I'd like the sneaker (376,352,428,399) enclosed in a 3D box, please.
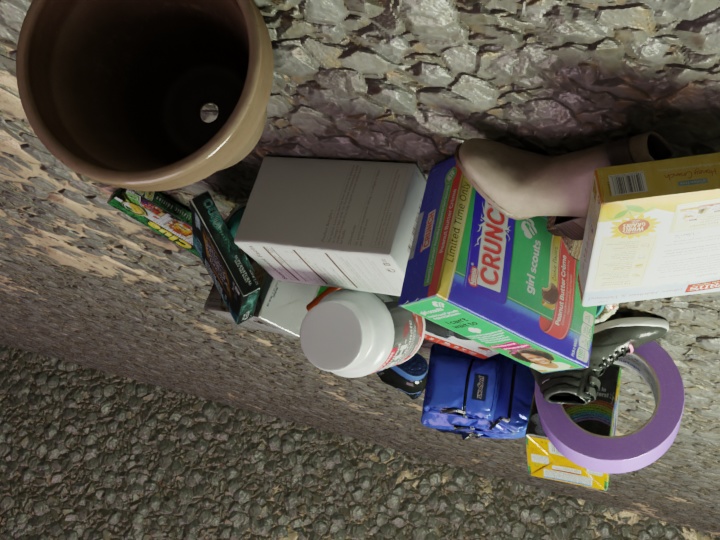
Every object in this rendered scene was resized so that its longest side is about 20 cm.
[{"bbox_3d":[0.035,0.146,1.375,0.200,0.070,0.078,39,143,31],"label":"sneaker"}]

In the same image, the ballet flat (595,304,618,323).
[{"bbox_3d":[0.292,0.037,1.014,0.064,0.076,0.200,-12,169,-11],"label":"ballet flat"}]

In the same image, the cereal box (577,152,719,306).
[{"bbox_3d":[0.274,-0.031,0.704,0.144,0.040,0.200,-7,153,6],"label":"cereal box"}]

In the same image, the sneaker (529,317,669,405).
[{"bbox_3d":[0.331,0.129,1.087,0.200,0.099,0.071,-16,151,14],"label":"sneaker"}]

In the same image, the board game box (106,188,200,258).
[{"bbox_3d":[-0.277,-0.068,1.200,0.200,0.023,0.105,33,157,-25],"label":"board game box"}]

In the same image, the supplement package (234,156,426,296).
[{"bbox_3d":[-0.023,-0.052,0.923,0.200,0.117,0.117,7,159,26],"label":"supplement package"}]

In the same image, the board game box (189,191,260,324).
[{"bbox_3d":[-0.176,-0.010,1.021,0.135,0.028,0.200,61,164,6],"label":"board game box"}]

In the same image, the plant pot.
[{"bbox_3d":[-0.160,-0.157,0.681,0.200,0.200,0.175,13,178,8],"label":"plant pot"}]

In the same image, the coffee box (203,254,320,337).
[{"bbox_3d":[-0.150,0.028,1.212,0.080,0.114,0.200,29,166,-30],"label":"coffee box"}]

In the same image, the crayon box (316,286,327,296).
[{"bbox_3d":[-0.024,0.071,1.258,0.058,0.119,0.200,8,159,22],"label":"crayon box"}]

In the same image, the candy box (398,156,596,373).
[{"bbox_3d":[0.153,-0.006,0.826,0.200,0.169,0.077,24,156,-22],"label":"candy box"}]

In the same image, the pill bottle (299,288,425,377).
[{"bbox_3d":[0.002,0.075,0.997,0.111,0.111,0.200,8,-177,22],"label":"pill bottle"}]

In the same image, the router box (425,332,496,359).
[{"bbox_3d":[0.142,0.070,1.227,0.200,0.049,0.179,20,161,-9],"label":"router box"}]

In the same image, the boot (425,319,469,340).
[{"bbox_3d":[0.151,0.031,1.020,0.165,0.066,0.200,21,146,23],"label":"boot"}]

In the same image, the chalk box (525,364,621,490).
[{"bbox_3d":[0.341,0.219,1.246,0.125,0.200,0.124,7,139,22],"label":"chalk box"}]

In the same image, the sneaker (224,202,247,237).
[{"bbox_3d":[-0.086,-0.037,1.052,0.200,0.078,0.080,18,-166,-31],"label":"sneaker"}]

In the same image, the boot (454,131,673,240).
[{"bbox_3d":[0.207,-0.089,0.728,0.200,0.070,0.146,25,153,-26],"label":"boot"}]

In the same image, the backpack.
[{"bbox_3d":[0.213,0.216,1.374,0.200,0.163,0.168,6,173,17],"label":"backpack"}]

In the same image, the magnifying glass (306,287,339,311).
[{"bbox_3d":[0.000,0.000,1.046,0.080,0.022,0.200,19,131,-41],"label":"magnifying glass"}]

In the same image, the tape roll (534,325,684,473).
[{"bbox_3d":[0.352,0.182,1.126,0.200,0.200,0.066,8,154,22],"label":"tape roll"}]
